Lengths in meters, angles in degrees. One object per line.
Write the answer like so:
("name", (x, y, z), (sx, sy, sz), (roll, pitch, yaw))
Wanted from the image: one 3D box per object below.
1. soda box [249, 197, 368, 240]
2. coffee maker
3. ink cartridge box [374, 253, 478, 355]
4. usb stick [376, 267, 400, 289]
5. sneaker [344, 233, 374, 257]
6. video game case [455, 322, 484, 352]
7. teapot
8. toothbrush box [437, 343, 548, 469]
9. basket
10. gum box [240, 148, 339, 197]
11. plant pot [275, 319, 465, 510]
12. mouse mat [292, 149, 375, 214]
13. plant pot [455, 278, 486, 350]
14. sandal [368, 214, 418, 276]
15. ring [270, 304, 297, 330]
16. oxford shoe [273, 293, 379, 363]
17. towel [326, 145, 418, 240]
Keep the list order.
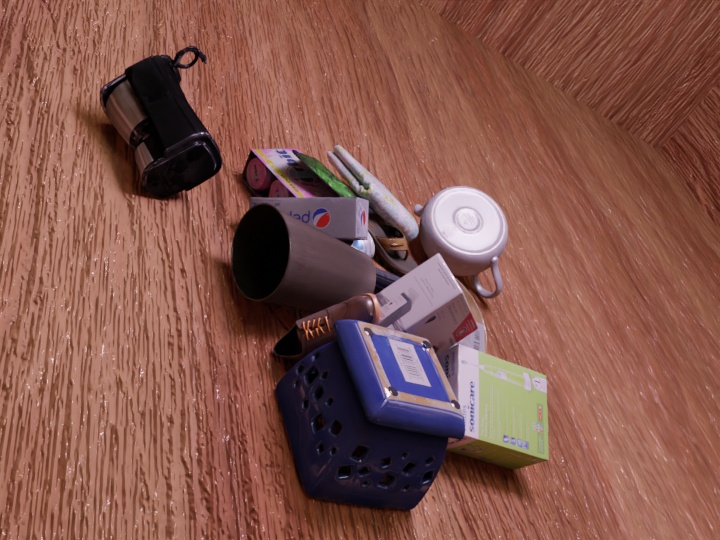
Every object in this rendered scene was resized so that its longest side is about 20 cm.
("soda box", (-0.087, -0.086, 1.641), (0.196, 0.070, 0.063), (1, -1, 20))
("coffee maker", (-0.309, -0.248, 1.613), (0.201, 0.192, 0.134), (55, 15, 27))
("ink cartridge box", (0.070, 0.087, 1.517), (0.085, 0.198, 0.146), (59, 1, 31))
("usb stick", (0.000, 0.000, 1.764), (0.198, 0.033, 0.055), (21, 11, -42))
("sneaker", (-0.044, -0.091, 1.838), (0.071, 0.073, 0.201), (-4, 44, -37))
("video game case", (0.136, 0.161, 1.633), (0.180, 0.022, 0.204), (21, 59, -31))
("teapot", (0.206, -0.061, 2.030), (0.193, 0.147, 0.203), (12, 57, -5))
("toothbrush box", (0.206, 0.223, 1.589), (0.198, 0.086, 0.148), (21, 59, -32))
("basket", (-0.082, -0.001, 1.547), (0.198, 0.137, 0.181), (21, 21, -38))
("gum box", (-0.113, -0.139, 1.778), (0.112, 0.067, 0.200), (-7, 42, -43))
("plant pot", (0.021, 0.191, 1.363), (0.197, 0.181, 0.202), (16, 34, -35))
("mouse mat", (-0.046, -0.160, 1.801), (0.161, 0.008, 0.200), (43, 10, 7))
("plant pot", (0.141, 0.089, 1.720), (0.198, 0.027, 0.203), (24, 48, -30))
("sandal", (0.053, -0.065, 1.903), (0.201, 0.054, 0.082), (50, 23, -14))
("ring", (-0.069, 0.063, 1.625), (0.198, 0.019, 0.202), (30, 29, -18))
("oxford shoe", (-0.049, 0.090, 1.424), (0.072, 0.199, 0.073), (3, 62, -43))
("towel", (0.023, -0.156, 1.976), (0.171, 0.048, 0.200), (37, 9, -41))
